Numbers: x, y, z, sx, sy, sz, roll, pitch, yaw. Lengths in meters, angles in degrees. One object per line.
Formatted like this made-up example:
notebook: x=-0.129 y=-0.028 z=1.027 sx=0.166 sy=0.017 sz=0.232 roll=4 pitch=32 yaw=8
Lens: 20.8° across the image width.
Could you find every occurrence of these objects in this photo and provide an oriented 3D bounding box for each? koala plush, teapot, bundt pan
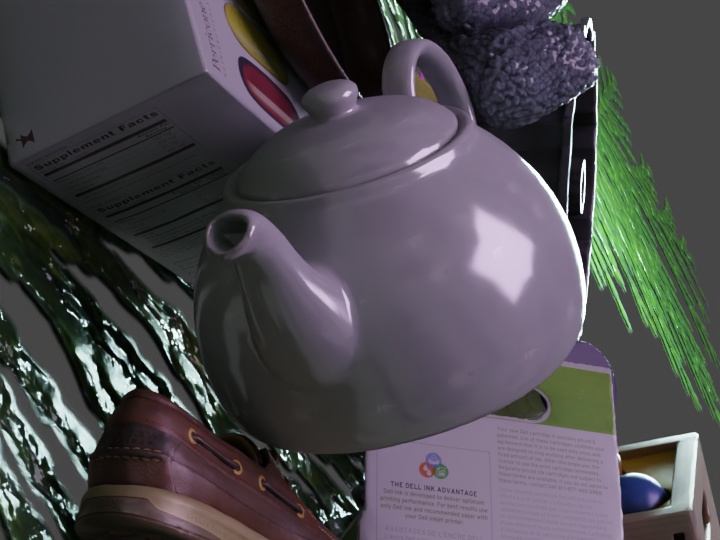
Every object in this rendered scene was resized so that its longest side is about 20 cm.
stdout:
koala plush: x=0.101 y=-0.207 z=1.070 sx=0.178 sy=0.200 sz=0.184 roll=55 pitch=3 yaw=-16
teapot: x=0.006 y=-0.019 z=0.908 sx=0.200 sy=0.197 sz=0.147 roll=28 pitch=-43 yaw=66
bundt pan: x=0.098 y=-0.052 z=1.181 sx=0.202 sy=0.075 sz=0.203 roll=3 pitch=90 yaw=-78

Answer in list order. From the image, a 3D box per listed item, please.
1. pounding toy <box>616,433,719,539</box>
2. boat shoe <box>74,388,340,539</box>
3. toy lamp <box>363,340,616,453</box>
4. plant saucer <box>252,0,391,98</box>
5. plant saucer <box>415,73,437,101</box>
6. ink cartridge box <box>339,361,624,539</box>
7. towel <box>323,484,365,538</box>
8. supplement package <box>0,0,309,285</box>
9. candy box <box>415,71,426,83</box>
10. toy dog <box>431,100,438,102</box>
pounding toy: x=0.150 y=0.174 z=1.372 sx=0.200 sy=0.183 sz=0.143 roll=-53 pitch=130 yaw=-72
boat shoe: x=-0.055 y=0.108 z=0.889 sx=0.200 sy=0.072 sz=0.068 roll=39 pitch=52 yaw=-56
toy lamp: x=0.070 y=0.087 z=1.174 sx=0.058 sy=0.200 sz=0.059 roll=11 pitch=70 yaw=-34
plant saucer: x=-0.034 y=-0.168 z=1.036 sx=0.200 sy=0.032 sz=0.201 roll=-21 pitch=90 yaw=-77
plant saucer: x=-0.011 y=-0.129 z=1.292 sx=0.200 sy=0.049 sz=0.200 roll=26 pitch=13 yaw=-50
ink cartridge box: x=0.060 y=0.145 z=1.017 sx=0.076 sy=0.147 sz=0.201 roll=119 pitch=-24 yaw=-56
towel: x=0.081 y=0.191 z=1.122 sx=0.199 sy=0.085 sz=0.166 roll=-1 pitch=67 yaw=-48
supplement package: x=-0.091 y=-0.085 z=0.999 sx=0.200 sy=0.109 sz=0.114 roll=38 pitch=32 yaw=-61
candy box: x=0.062 y=-0.042 z=1.563 sx=0.201 sy=0.061 sz=0.137 roll=63 pitch=15 yaw=-19
toy dog: x=0.000 y=0.000 z=1.136 sx=0.132 sy=0.096 sz=0.201 roll=-58 pitch=146 yaw=-75
